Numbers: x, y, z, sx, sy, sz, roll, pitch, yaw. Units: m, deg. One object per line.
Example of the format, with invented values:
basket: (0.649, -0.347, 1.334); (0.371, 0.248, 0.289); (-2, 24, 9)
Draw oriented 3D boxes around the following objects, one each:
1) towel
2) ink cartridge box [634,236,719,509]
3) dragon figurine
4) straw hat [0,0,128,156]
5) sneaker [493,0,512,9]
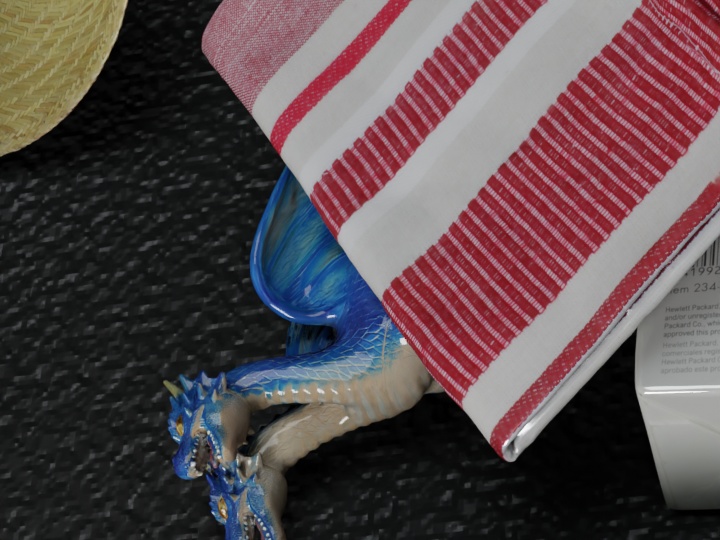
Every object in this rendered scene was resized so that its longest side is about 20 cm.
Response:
towel: (0.037, -0.060, 0.893); (0.144, 0.023, 0.200); (-50, 50, 18)
ink cartridge box: (0.151, -0.029, 0.917); (0.115, 0.067, 0.201); (-2, 53, 16)
dragon figurine: (0.000, 0.000, 0.953); (0.099, 0.059, 0.201); (1, 54, 19)
straw hat: (-0.141, -0.140, 1.087); (0.200, 0.202, 0.085); (15, 19, 28)
sneaker: (0.011, -0.089, 0.996); (0.088, 0.074, 0.200); (-35, 28, -7)
